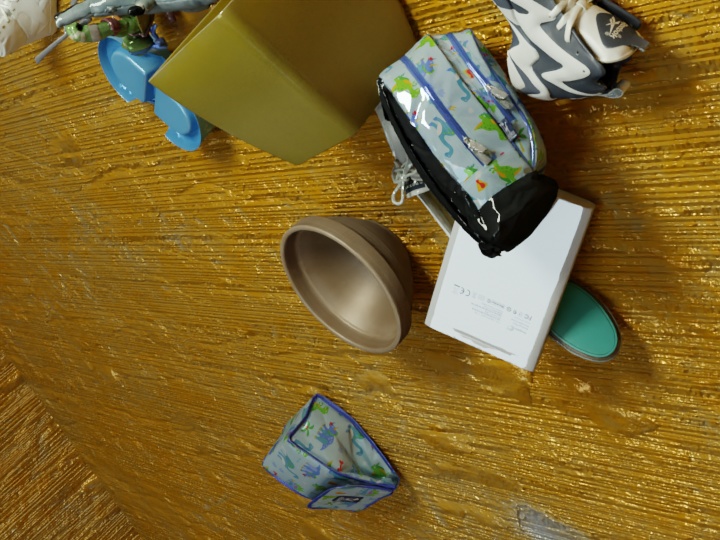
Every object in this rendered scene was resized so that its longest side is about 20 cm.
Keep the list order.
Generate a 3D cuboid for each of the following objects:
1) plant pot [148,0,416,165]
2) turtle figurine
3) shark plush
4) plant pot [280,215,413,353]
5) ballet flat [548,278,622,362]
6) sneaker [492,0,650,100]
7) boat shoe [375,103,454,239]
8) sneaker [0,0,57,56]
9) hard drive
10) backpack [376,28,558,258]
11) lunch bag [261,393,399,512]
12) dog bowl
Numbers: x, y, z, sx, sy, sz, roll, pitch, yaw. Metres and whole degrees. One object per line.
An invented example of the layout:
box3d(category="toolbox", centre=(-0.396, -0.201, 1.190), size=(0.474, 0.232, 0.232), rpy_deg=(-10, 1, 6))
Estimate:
box3d(category="plant pot", centre=(-0.063, -0.226, 1.092), size=(0.176, 0.200, 0.200), rpy_deg=(44, 152, -16))
box3d(category="turtle figurine", centre=(-0.339, -0.355, 1.323), size=(0.199, 0.144, 0.195), rpy_deg=(21, 135, 21))
box3d(category="shark plush", centre=(-0.257, -0.324, 1.237), size=(0.083, 0.199, 0.091), rpy_deg=(-106, 14, -48))
box3d(category="plant pot", centre=(0.000, 0.000, 1.363), size=(0.200, 0.093, 0.201), rpy_deg=(33, 148, 23))
box3d(category="ballet flat", centre=(0.205, 0.032, 1.182), size=(0.200, 0.067, 0.064), rpy_deg=(38, 177, 18))
box3d(category="sneaker", centre=(0.178, -0.221, 0.885), size=(0.129, 0.079, 0.200), rpy_deg=(20, 141, 37))
box3d(category="boat shoe", centre=(0.067, -0.104, 1.158), size=(0.202, 0.086, 0.075), rpy_deg=(54, 149, -12))
box3d(category="sneaker", centre=(-0.496, -0.389, 1.521), size=(0.074, 0.116, 0.200), rpy_deg=(39, 148, 17))
box3d(category="hard drive", centre=(0.154, -0.004, 1.126), size=(0.131, 0.025, 0.201), rpy_deg=(24, 120, 16))
box3d(category="backpack", centre=(0.101, -0.128, 1.011), size=(0.200, 0.154, 0.163), rpy_deg=(41, -174, 13))
box3d(category="lunch bag", centre=(-0.046, 0.328, 1.795), size=(0.200, 0.128, 0.170), rpy_deg=(35, 148, -4))
box3d(category="dog bowl", centre=(-0.273, -0.253, 1.460), size=(0.200, 0.050, 0.112), rpy_deg=(41, 150, 10))
